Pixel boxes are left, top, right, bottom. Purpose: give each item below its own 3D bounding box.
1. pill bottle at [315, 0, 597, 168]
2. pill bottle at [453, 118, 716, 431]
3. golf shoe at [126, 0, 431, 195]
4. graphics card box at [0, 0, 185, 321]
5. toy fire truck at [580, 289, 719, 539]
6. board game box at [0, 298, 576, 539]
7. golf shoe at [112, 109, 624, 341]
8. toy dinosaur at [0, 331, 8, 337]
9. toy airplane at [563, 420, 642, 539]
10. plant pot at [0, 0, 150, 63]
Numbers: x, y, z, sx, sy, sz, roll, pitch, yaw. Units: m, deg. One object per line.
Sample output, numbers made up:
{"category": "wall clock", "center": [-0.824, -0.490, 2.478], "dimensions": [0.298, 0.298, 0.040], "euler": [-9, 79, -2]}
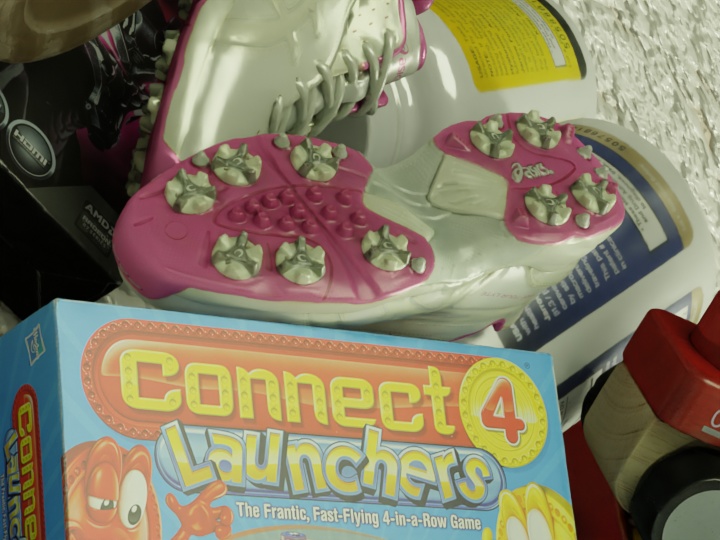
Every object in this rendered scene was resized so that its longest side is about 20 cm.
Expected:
{"category": "pill bottle", "center": [0.019, -0.074, 1.024], "dimensions": [0.200, 0.111, 0.112], "euler": [-14, 76, -60]}
{"category": "pill bottle", "center": [0.045, 0.024, 0.934], "dimensions": [0.199, 0.111, 0.112], "euler": [-31, 91, -36]}
{"category": "golf shoe", "center": [-0.024, -0.083, 0.856], "dimensions": [0.091, 0.076, 0.201], "euler": [22, 48, 0]}
{"category": "graphics card box", "center": [-0.123, -0.085, 0.882], "dimensions": [0.126, 0.051, 0.201], "euler": [48, 34, -22]}
{"category": "toy fire truck", "center": [0.200, 0.025, 0.887], "dimensions": [0.175, 0.201, 0.129], "euler": [23, 19, -20]}
{"category": "board game box", "center": [-0.018, 0.119, 0.732], "dimensions": [0.199, 0.056, 0.197], "euler": [7, 67, -33]}
{"category": "golf shoe", "center": [0.000, 0.000, 0.798], "dimensions": [0.199, 0.092, 0.076], "euler": [-6, 54, -32]}
{"category": "toy dinosaur", "center": [-0.112, 0.052, 0.794], "dimensions": [0.200, 0.058, 0.101], "euler": [43, 19, -39]}
{"category": "toy airplane", "center": [0.166, 0.142, 1.025], "dimensions": [0.199, 0.141, 0.201], "euler": [16, 49, -55]}
{"category": "plant pot", "center": [-0.130, -0.171, 0.770], "dimensions": [0.174, 0.200, 0.200], "euler": [52, 29, 9]}
